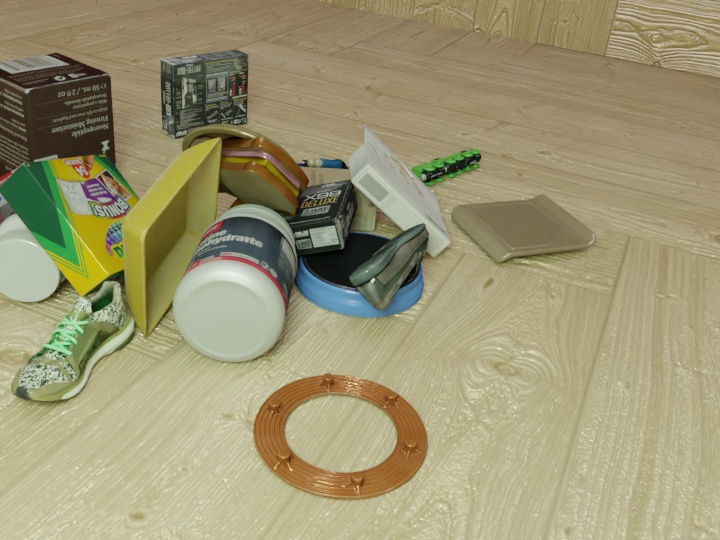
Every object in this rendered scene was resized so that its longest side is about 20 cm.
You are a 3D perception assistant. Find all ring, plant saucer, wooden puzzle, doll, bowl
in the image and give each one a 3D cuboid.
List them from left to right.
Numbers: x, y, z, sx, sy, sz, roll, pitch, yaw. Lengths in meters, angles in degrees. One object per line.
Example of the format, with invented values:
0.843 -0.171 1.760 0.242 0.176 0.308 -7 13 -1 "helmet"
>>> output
-0.248 -0.050 0.965 0.048 0.201 0.201 22 47 4 "plant saucer"
-0.082 -0.184 1.381 0.197 0.049 0.137 2 -11 7 "doll"
-0.022 0.177 0.847 0.198 0.019 0.201 5 31 -3 "ring"
0.000 0.000 1.138 0.198 0.040 0.201 5 30 -3 "bowl"
0.286 -0.073 1.332 0.198 0.038 0.185 -11 34 -19 "wooden puzzle"

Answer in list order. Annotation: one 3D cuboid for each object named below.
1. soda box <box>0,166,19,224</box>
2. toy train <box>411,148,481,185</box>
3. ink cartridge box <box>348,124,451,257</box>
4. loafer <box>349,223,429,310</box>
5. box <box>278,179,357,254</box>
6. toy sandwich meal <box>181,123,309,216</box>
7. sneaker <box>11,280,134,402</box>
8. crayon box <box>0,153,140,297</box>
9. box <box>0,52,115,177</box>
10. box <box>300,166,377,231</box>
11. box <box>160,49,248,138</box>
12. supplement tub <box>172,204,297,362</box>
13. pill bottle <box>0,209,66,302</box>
-0.551 -0.089 1.149 0.063 0.071 0.200 11 30 7 "soda box"
0.179 -0.217 1.553 0.056 0.042 0.199 17 30 39 "toy train"
0.063 -0.136 1.265 0.200 0.045 0.177 41 21 -23 "ink cartridge box"
0.050 -0.006 1.074 0.071 0.063 0.200 -26 8 37 "loafer"
-0.112 -0.075 1.163 0.198 0.050 0.158 -8 27 14 "box"
-0.166 -0.129 1.062 0.203 0.206 0.071 12 65 10 "toy sandwich meal"
-0.342 0.076 0.887 0.076 0.090 0.200 13 31 10 "sneaker"
-0.361 -0.069 1.020 0.173 0.058 0.200 52 16 -3 "crayon box"
-0.543 -0.252 1.304 0.163 0.202 0.165 25 34 29 "box"
-0.073 -0.126 1.303 0.197 0.079 0.095 2 31 -9 "box"
-0.334 -0.383 1.616 0.050 0.159 0.199 29 37 35 "box"
-0.157 0.011 0.984 0.138 0.142 0.201 6 30 -1 "supplement tub"
-0.444 -0.048 1.057 0.112 0.114 0.201 3 30 -6 "pill bottle"
